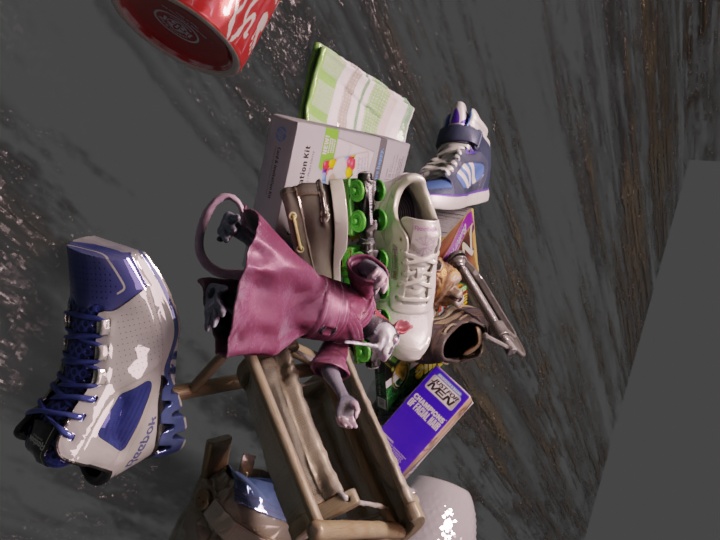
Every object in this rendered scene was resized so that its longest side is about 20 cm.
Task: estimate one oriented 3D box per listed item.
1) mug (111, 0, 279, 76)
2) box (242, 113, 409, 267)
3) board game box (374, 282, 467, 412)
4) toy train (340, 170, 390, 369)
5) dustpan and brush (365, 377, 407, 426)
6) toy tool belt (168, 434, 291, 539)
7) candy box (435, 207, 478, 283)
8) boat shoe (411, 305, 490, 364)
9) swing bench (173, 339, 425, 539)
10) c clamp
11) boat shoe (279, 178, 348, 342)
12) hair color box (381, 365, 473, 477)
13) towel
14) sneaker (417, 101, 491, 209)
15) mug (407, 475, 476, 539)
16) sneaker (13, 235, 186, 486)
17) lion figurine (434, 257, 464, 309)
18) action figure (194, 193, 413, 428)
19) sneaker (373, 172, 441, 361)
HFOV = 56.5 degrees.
[{"bbox_3d":[-0.119,-0.276,0.521,0.133,0.176,0.202,125,-12,-79],"label":"mug"},{"bbox_3d":[-0.031,-0.077,0.731,0.199,0.041,0.158,-3,111,-53],"label":"box"},{"bbox_3d":[0.087,0.100,0.919,0.199,0.023,0.106,-30,126,-43],"label":"board game box"},{"bbox_3d":[0.000,0.000,0.690,0.041,0.056,0.203,-6,96,-39],"label":"toy train"},{"bbox_3d":[0.071,0.156,0.970,0.140,0.057,0.202,44,62,-53],"label":"dustpan and brush"},{"bbox_3d":[-0.090,0.247,0.681,0.199,0.124,0.124,29,69,-38],"label":"toy tool belt"},{"bbox_3d":[0.105,0.003,0.980,0.200,0.056,0.118,-43,133,-40],"label":"candy box"},{"bbox_3d":[0.132,0.094,0.894,0.199,0.073,0.075,-10,110,-51],"label":"boat shoe"},{"bbox_3d":[-0.047,0.164,0.618,0.130,0.200,0.199,-43,148,26],"label":"swing bench"},{"bbox_3d":[0.171,0.041,0.912,0.027,0.201,0.171,-37,137,16],"label":"c clamp"},{"bbox_3d":[-0.049,-0.003,0.659,0.073,0.060,0.203,-103,-166,-44],"label":"boat shoe"},{"bbox_3d":[0.060,0.224,0.878,0.200,0.065,0.109,-49,162,-4],"label":"hair color box"},{"bbox_3d":[-0.004,-0.159,0.788,0.199,0.030,0.151,12,88,-58],"label":"towel"},{"bbox_3d":[0.122,-0.163,0.950,0.199,0.080,0.148,-15,104,-51],"label":"sneaker"},{"bbox_3d":[0.084,0.401,1.007,0.199,0.147,0.177,32,63,-24],"label":"mug"},{"bbox_3d":[-0.200,0.085,0.507,0.115,0.080,0.202,-34,128,-51],"label":"sneaker"},{"bbox_3d":[0.041,0.028,0.821,0.198,0.073,0.123,-18,153,-16],"label":"lion figurine"},{"bbox_3d":[-0.044,0.036,0.572,0.199,0.149,0.135,21,99,-36],"label":"action figure"},{"bbox_3d":[0.046,-0.006,0.707,0.074,0.100,0.202,-2,82,-18],"label":"sneaker"}]
